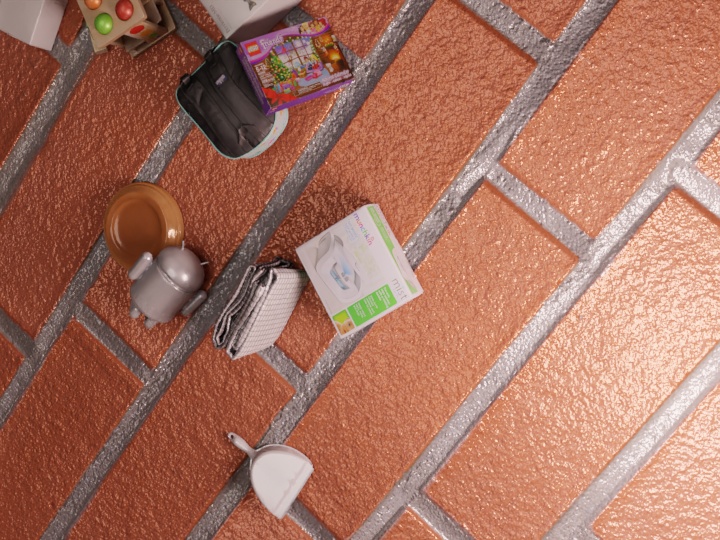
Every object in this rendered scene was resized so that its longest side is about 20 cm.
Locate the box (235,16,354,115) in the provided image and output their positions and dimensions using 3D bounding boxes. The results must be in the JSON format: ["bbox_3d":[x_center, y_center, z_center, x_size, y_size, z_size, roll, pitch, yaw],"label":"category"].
[{"bbox_3d":[-0.124,-0.397,1.613,0.198,0.039,0.139,-26,88,-27],"label":"box"}]

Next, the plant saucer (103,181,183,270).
[{"bbox_3d":[-0.479,-0.091,1.820,0.196,0.037,0.205,2,95,17],"label":"plant saucer"}]

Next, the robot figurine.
[{"bbox_3d":[-0.408,0.030,1.770,0.169,0.114,0.200,35,108,-29],"label":"robot figurine"}]

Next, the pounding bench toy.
[{"bbox_3d":[-0.514,-0.518,1.726,0.197,0.156,0.126,-27,88,18],"label":"pounding bench toy"}]

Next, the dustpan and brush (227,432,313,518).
[{"bbox_3d":[-0.209,0.412,1.784,0.198,0.057,0.141,35,93,5],"label":"dustpan and brush"}]

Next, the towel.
[{"bbox_3d":[-0.205,0.069,1.685,0.085,0.165,0.203,32,103,17],"label":"towel"}]

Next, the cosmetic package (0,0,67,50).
[{"bbox_3d":[-0.706,-0.599,1.818,0.111,0.081,0.203,29,104,13],"label":"cosmetic package"}]

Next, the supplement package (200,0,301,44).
[{"bbox_3d":[-0.202,-0.555,1.646,0.199,0.117,0.118,-38,85,17],"label":"supplement package"}]

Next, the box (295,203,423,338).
[{"bbox_3d":[0.000,0.000,1.651,0.174,0.096,0.203,-29,86,20],"label":"box"}]

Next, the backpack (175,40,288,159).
[{"bbox_3d":[-0.243,-0.324,1.662,0.175,0.153,0.201,-39,82,11],"label":"backpack"}]
